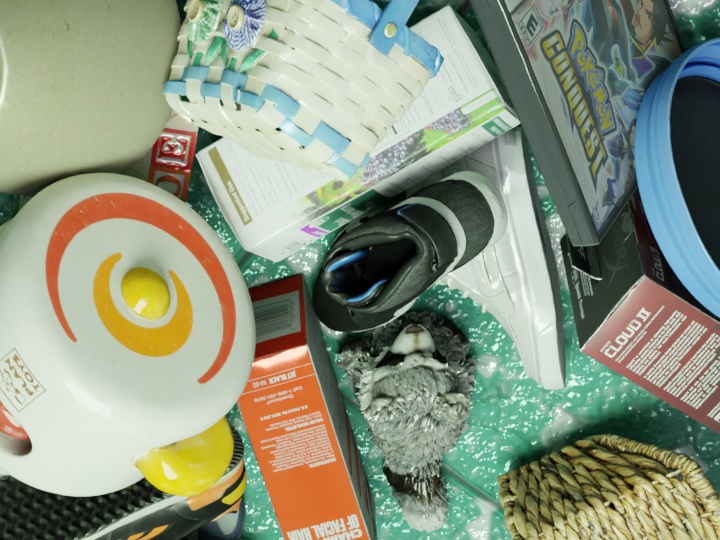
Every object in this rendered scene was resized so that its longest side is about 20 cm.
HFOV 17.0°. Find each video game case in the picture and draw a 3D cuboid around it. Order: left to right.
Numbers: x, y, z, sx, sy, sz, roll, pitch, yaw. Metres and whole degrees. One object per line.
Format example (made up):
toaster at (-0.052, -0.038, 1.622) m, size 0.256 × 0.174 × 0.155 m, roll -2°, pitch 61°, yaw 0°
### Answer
video game case at (0.149, -0.149, 1.560) m, size 0.025 × 0.181 × 0.200 m, roll -4°, pitch 123°, yaw 37°

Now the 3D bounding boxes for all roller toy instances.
roller toy at (-0.165, 0.040, 1.525) m, size 0.182 × 0.201 × 0.140 m, roll 20°, pitch 144°, yaw -28°

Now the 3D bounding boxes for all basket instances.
basket at (-0.021, -0.166, 1.497) m, size 0.139 × 0.176 × 0.200 m, roll 37°, pitch 77°, yaw -32°
basket at (0.205, 0.214, 1.751) m, size 0.149 × 0.143 × 0.200 m, roll -26°, pitch 112°, yaw 7°

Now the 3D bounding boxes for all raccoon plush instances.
raccoon plush at (0.052, 0.121, 1.698) m, size 0.096 × 0.134 × 0.200 m, roll -20°, pitch 116°, yaw 4°

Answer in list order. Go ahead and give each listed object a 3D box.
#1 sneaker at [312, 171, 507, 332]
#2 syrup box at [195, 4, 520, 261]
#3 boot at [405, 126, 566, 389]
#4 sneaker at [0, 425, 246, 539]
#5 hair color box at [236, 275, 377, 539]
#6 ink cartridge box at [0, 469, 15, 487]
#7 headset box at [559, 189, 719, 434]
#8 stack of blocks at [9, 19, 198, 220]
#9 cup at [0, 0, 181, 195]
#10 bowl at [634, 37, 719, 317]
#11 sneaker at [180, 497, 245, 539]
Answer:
sneaker at (0.000, 0.000, 1.610) m, size 0.200 × 0.112 × 0.073 m, roll -36°, pitch 83°, yaw 48°
syrup box at (0.000, -0.088, 1.607) m, size 0.200 × 0.079 × 0.082 m, roll -30°, pitch 78°, yaw 9°
boot at (0.085, -0.004, 1.686) m, size 0.095 × 0.074 × 0.201 m, roll -9°, pitch 111°, yaw 10°
sneaker at (-0.169, 0.171, 1.640) m, size 0.199 × 0.070 × 0.090 m, roll -20°, pitch 141°, yaw -11°
hair color box at (-0.040, 0.119, 1.704) m, size 0.064 × 0.111 × 0.201 m, roll -16°, pitch 116°, yaw 4°
ink cartridge box at (-0.256, 0.117, 1.657) m, size 0.144 × 0.084 × 0.200 m, roll 11°, pitch 129°, yaw -35°
headset box at (0.226, 0.028, 1.659) m, size 0.200 × 0.149 × 0.075 m, roll 30°, pitch 115°, yaw -18°
stack of blocks at (-0.172, -0.074, 1.628) m, size 0.115 × 0.059 × 0.201 m, roll 9°, pitch 115°, yaw -8°
cup at (-0.230, -0.135, 1.503) m, size 0.200 × 0.143 × 0.201 m, roll 4°, pitch 102°, yaw 20°
bowl at (0.256, -0.055, 1.606) m, size 0.039 × 0.201 × 0.201 m, roll -23°, pitch 121°, yaw 42°
sneaker at (-0.131, 0.132, 1.718) m, size 0.070 × 0.082 × 0.201 m, roll -17°, pitch 117°, yaw 3°
